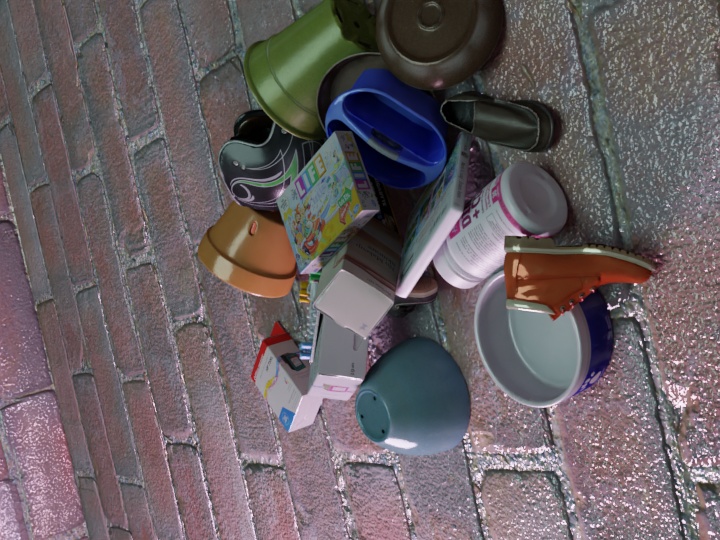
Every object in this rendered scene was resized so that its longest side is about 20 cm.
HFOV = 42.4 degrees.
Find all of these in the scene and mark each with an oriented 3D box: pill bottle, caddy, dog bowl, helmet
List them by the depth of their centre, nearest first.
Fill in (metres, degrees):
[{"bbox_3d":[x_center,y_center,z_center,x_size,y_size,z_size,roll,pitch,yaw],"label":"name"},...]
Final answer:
[{"bbox_3d":[0.260,0.088,1.332,0.199,0.078,0.203,20,117,47],"label":"dog bowl"},{"bbox_3d":[0.194,-0.059,1.341,0.200,0.112,0.115,-42,68,49],"label":"pill bottle"},{"bbox_3d":[0.042,-0.211,1.422,0.198,0.106,0.142,30,131,-10],"label":"caddy"},{"bbox_3d":[-0.144,-0.209,1.664,0.188,0.200,0.203,-12,92,14],"label":"helmet"}]

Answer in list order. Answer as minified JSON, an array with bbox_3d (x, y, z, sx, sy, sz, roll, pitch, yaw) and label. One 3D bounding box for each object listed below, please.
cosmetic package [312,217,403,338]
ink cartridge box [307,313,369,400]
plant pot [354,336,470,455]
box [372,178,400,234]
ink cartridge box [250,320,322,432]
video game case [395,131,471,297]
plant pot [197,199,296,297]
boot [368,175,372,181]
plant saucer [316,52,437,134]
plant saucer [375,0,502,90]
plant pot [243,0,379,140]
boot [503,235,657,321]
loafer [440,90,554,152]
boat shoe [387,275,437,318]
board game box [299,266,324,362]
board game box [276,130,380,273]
[{"bbox_3d":[0.000,0.000,1.464,0.103,0.201,0.088,32,120,-13],"label":"cosmetic package"},{"bbox_3d":[-0.038,0.135,1.621,0.200,0.083,0.147,119,158,-70],"label":"ink cartridge box"},{"bbox_3d":[0.069,0.227,1.570,0.199,0.133,0.203,19,115,47],"label":"plant pot"},{"bbox_3d":[-0.014,-0.066,1.656,0.199,0.049,0.162,-26,82,51],"label":"box"},{"bbox_3d":[-0.160,0.215,1.910,0.200,0.067,0.117,49,135,31],"label":"ink cartridge box"},{"bbox_3d":[0.112,-0.085,1.418,0.184,0.023,0.201,-77,13,-45],"label":"video game case"},{"bbox_3d":[-0.197,-0.061,1.791,0.200,0.198,0.141,44,115,35],"label":"plant pot"},{"bbox_3d":[-0.025,-0.143,1.523,0.132,0.069,0.202,-42,37,43],"label":"boot"},{"bbox_3d":[0.028,-0.262,1.476,0.197,0.035,0.202,8,133,9],"label":"plant saucer"},{"bbox_3d":[0.106,-0.366,1.347,0.197,0.037,0.204,-1,88,25],"label":"plant saucer"},{"bbox_3d":[-0.060,-0.354,1.541,0.189,0.199,0.202,-35,73,36],"label":"plant pot"},{"bbox_3d":[0.284,0.014,1.215,0.197,0.075,0.109,4,89,11],"label":"boot"},{"bbox_3d":[0.191,-0.210,1.334,0.199,0.070,0.074,22,117,47],"label":"loafer"},{"bbox_3d":[0.066,0.047,1.576,0.199,0.071,0.066,0,107,54],"label":"boat shoe"},{"bbox_3d":[-0.087,0.022,1.629,0.201,0.025,0.202,-96,12,-55],"label":"board game box"},{"bbox_3d":[-0.054,-0.101,1.426,0.200,0.034,0.136,-43,60,47],"label":"board game box"}]
